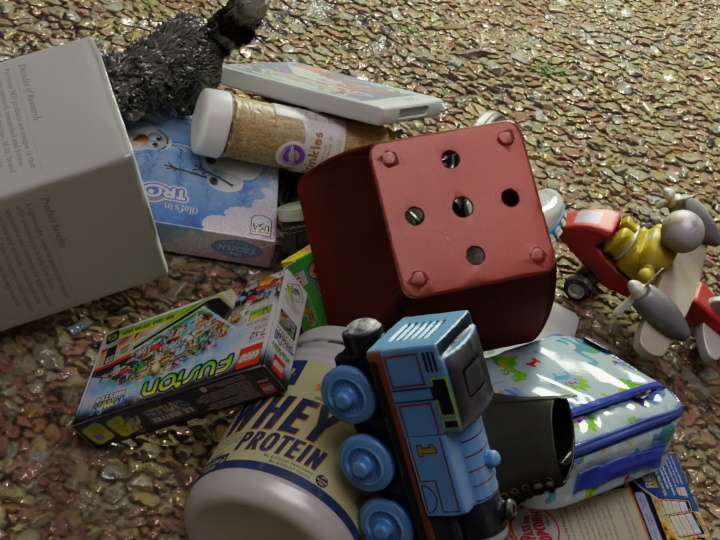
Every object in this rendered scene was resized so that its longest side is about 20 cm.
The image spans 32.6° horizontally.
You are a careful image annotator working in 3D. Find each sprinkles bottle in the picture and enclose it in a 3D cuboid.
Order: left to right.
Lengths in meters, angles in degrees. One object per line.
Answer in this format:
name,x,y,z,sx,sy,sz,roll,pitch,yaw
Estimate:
sprinkles bottle,-0.072,-0.137,1.274,0.200,0.068,0.068,9,45,-19

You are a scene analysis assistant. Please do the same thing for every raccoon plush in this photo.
raccoon plush,-0.199,-0.225,1.234,0.097,0.200,0.134,49,35,12

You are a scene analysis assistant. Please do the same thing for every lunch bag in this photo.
lunch bag,0.178,0.132,1.097,0.200,0.083,0.161,-10,31,-37

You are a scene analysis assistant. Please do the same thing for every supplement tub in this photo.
supplement tub,-0.041,0.156,1.008,0.145,0.145,0.200,24,44,4

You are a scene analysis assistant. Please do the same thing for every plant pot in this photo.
plant pot,0.068,-0.032,1.087,0.200,0.176,0.200,-11,78,-12

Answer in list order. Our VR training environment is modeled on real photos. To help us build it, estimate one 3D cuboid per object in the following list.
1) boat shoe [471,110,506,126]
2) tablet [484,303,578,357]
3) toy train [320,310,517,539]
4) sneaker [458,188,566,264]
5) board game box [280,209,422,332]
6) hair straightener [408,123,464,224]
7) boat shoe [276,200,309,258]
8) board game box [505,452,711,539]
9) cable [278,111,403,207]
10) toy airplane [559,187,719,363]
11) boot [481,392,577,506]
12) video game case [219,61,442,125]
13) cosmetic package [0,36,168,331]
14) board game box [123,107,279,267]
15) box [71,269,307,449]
boat shoe,0.127,-0.099,1.374,0.073,0.075,0.200,32,54,0
tablet,0.142,0.086,1.235,0.130,0.014,0.200,23,44,3
toy train,0.047,0.127,0.907,0.114,0.200,0.087,-8,15,31
sneaker,0.137,-0.044,1.273,0.200,0.087,0.075,-38,23,-32
board game box,0.000,0.000,1.218,0.200,0.030,0.096,-34,110,-42
hair straightener,0.083,-0.092,1.265,0.077,0.041,0.200,3,38,21
boat shoe,-0.007,-0.052,1.282,0.072,0.061,0.201,1,12,43
board game box,0.210,0.236,1.089,0.200,0.046,0.152,2,47,-18
cable,-0.040,-0.129,1.349,0.097,0.050,0.200,32,44,15
toy airplane,0.328,0.000,1.291,0.199,0.141,0.200,-5,49,-24
boot,0.108,0.192,0.977,0.077,0.138,0.200,-1,87,-54
video game case,-0.032,-0.197,1.350,0.200,0.023,0.182,17,16,20
cosmetic package,-0.296,-0.071,1.085,0.200,0.165,0.165,-19,54,-10
board game box,-0.184,-0.102,1.277,0.200,0.043,0.199,9,46,-11
box,-0.143,0.075,1.035,0.035,0.200,0.110,53,31,-34
